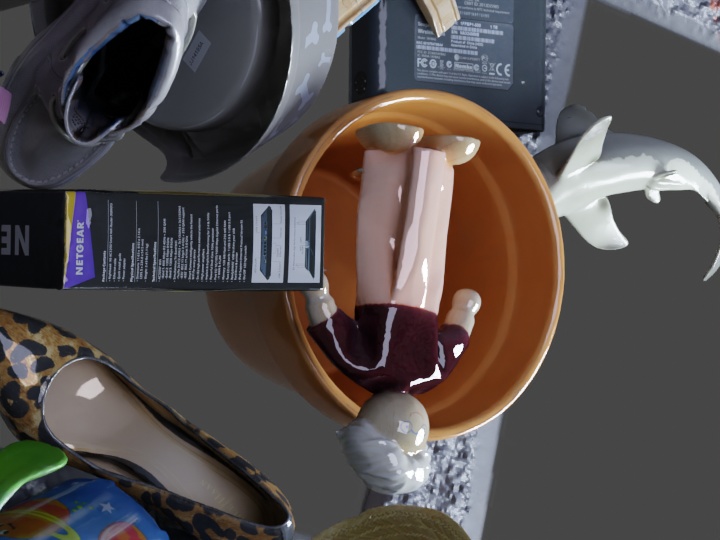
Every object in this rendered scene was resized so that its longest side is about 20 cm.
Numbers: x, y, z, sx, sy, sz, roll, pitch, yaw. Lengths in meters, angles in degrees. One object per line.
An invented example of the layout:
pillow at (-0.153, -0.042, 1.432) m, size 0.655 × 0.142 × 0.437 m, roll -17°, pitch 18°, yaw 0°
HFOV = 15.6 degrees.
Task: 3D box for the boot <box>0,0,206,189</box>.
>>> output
boot at (-0.149, -0.096, 1.406) m, size 0.074 × 0.200 × 0.096 m, roll 30°, pitch 37°, yaw -11°

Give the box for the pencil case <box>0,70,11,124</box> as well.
pencil case at (-0.284, -0.122, 1.386) m, size 0.200 × 0.087 × 0.088 m, roll 33°, pitch 70°, yaw -28°

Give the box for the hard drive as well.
hard drive at (0.057, -0.191, 1.659) m, size 0.139 × 0.033 × 0.200 m, roll 3°, pitch 86°, yaw -35°

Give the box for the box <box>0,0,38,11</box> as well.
box at (-0.185, -0.254, 1.403) m, size 0.104 × 0.182 × 0.200 m, roll 17°, pitch 79°, yaw -32°

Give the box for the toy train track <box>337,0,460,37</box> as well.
toy train track at (0.010, -0.173, 1.579) m, size 0.200 × 0.033 × 0.115 m, roll -43°, pitch 113°, yaw -31°

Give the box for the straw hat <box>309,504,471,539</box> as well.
straw hat at (0.021, 0.241, 1.527) m, size 0.085 × 0.201 × 0.201 m, roll 33°, pitch 70°, yaw -44°

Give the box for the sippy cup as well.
sippy cup at (-0.173, 0.183, 1.431) m, size 0.140 × 0.178 × 0.130 m, roll 47°, pitch 47°, yaw 8°

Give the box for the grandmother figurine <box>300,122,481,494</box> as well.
grandmother figurine at (0.019, 0.022, 1.440) m, size 0.121 × 0.061 × 0.200 m, roll 7°, pitch 81°, yaw -25°

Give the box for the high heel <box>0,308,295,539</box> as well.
high heel at (-0.122, 0.086, 1.454) m, size 0.200 × 0.143 × 0.071 m, roll 48°, pitch 63°, yaw -23°

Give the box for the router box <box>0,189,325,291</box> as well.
router box at (-0.138, -0.017, 1.414) m, size 0.157 × 0.200 × 0.052 m, roll 0°, pitch 91°, yaw -35°

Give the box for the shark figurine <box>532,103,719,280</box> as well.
shark figurine at (0.168, -0.070, 1.699) m, size 0.214 × 0.090 × 0.128 m, roll 1°, pitch 131°, yaw -29°

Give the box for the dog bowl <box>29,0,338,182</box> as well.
dog bowl at (-0.096, -0.151, 1.459) m, size 0.059 × 0.200 × 0.200 m, roll -19°, pitch 99°, yaw -48°

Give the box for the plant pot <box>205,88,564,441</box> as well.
plant pot at (0.000, 0.000, 1.545) m, size 0.200 × 0.140 × 0.200 m, roll 2°, pitch 86°, yaw -35°
